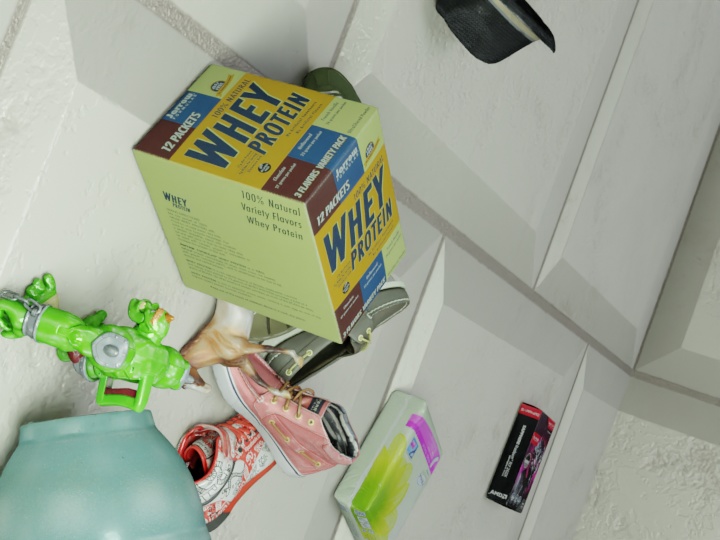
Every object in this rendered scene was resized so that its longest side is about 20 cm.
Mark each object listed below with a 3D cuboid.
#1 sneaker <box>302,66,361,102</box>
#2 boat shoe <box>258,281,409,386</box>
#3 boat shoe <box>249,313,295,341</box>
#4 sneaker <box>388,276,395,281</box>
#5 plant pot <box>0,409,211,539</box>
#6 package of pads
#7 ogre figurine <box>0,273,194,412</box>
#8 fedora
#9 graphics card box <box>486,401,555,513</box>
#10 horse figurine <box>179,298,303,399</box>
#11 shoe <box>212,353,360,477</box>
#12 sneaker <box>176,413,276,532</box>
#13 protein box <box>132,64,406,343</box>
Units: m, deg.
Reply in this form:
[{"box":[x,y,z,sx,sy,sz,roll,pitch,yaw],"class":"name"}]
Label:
[{"box":[-0.022,-0.154,1.376,0.090,0.067,0.200,78,-2,-60],"class":"sneaker"},{"box":[-0.023,0.077,1.549,0.202,0.060,0.072,-26,154,-17],"class":"boat shoe"},{"box":[-0.073,0.009,1.495,0.200,0.068,0.075,-32,144,-24],"class":"boat shoe"},{"box":[0.000,0.000,1.628,0.200,0.075,0.100,3,105,-64],"class":"sneaker"},{"box":[-0.240,0.197,1.171,0.200,0.200,0.134,11,70,-65],"class":"plant pot"},{"box":[0.044,0.302,1.933,0.200,0.068,0.155,-57,150,-27],"class":"package of pads"},{"box":[-0.226,0.068,1.162,0.098,0.120,0.200,-60,153,-23],"class":"ogre figurine"},{"box":[0.162,-0.331,1.682,0.092,0.201,0.201,-43,161,17],"class":"fedora"},{"box":[0.316,0.370,2.554,0.200,0.051,0.125,-66,155,-9],"class":"graphics card box"},{"box":[-0.116,0.049,1.403,0.050,0.132,0.200,151,-44,-81],"class":"horse figurine"},{"box":[-0.081,0.148,1.461,0.200,0.091,0.071,58,34,-24],"class":"shoe"},{"box":[-0.143,0.195,1.480,0.201,0.067,0.108,-52,151,-31],"class":"sneaker"},{"box":[-0.082,-0.066,1.270,0.135,0.198,0.200,-55,149,-31],"class":"protein box"}]
